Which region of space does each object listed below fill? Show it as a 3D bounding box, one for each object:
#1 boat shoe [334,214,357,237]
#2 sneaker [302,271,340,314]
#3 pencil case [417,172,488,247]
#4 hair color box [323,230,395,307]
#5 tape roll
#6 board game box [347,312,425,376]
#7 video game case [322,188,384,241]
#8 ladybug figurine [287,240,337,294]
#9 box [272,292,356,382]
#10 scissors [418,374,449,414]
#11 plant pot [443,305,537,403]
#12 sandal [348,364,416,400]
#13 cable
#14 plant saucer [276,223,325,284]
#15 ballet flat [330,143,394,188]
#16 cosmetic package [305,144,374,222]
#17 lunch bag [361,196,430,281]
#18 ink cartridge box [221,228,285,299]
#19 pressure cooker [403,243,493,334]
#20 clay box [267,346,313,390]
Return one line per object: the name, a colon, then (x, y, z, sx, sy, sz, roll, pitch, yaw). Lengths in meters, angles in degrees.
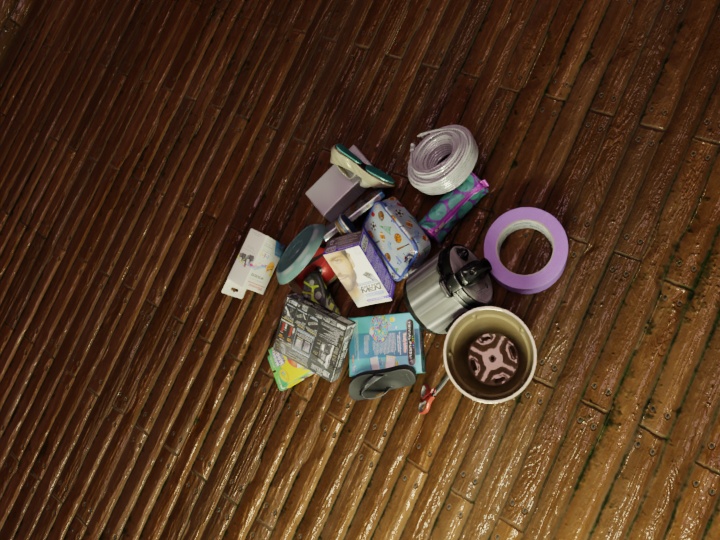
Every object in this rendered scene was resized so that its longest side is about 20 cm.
boat shoe: (-0.028, -0.062, 1.377, 0.071, 0.201, 0.073, -25, 42, 10)
sneaker: (-0.099, 0.101, 1.416, 0.074, 0.076, 0.204, -21, 83, 25)
pencil case: (0.240, -0.162, 1.355, 0.085, 0.092, 0.200, 42, 93, -15)
hair color box: (0.000, 0.000, 1.343, 0.107, 0.202, 0.066, -13, 38, 27)
tape roll: (0.405, -0.048, 1.282, 0.195, 0.066, 0.205, -5, 76, 19)
board game box: (0.066, 0.194, 1.362, 0.195, 0.047, 0.155, -7, 76, 19)
video game case: (-0.018, -0.159, 1.435, 0.198, 0.143, 0.018, -37, 102, 10)
ladybug figurine: (-0.133, -0.014, 1.473, 0.198, 0.072, 0.138, -33, 68, 11)
box: (-0.123, 0.172, 1.362, 0.197, 0.050, 0.161, 23, 105, 23)
scissors: (0.175, 0.295, 1.233, 0.014, 0.200, 0.075, 15, 67, -8)
plant pot: (0.298, 0.197, 1.196, 0.195, 0.183, 0.206, -4, 77, 16)
sandal: (0.047, 0.286, 1.315, 0.197, 0.043, 0.077, -26, 114, 28)
cable: (0.212, -0.288, 1.367, 0.197, 0.069, 0.204, -8, 55, 41)
plant saucer: (-0.170, -0.052, 1.426, 0.200, 0.027, 0.202, -43, 23, 22)
ballet flat: (0.000, -0.267, 1.417, 0.198, 0.069, 0.070, 34, 90, 1)
cosmetic package: (-0.051, -0.247, 1.499, 0.199, 0.074, 0.102, -43, 68, 8)
lunch bag: (0.089, -0.076, 1.367, 0.202, 0.075, 0.161, 56, 141, 19)
ink cartridge box: (-0.309, -0.006, 1.515, 0.067, 0.115, 0.204, 24, 87, 24)
pressure cooker: (0.219, 0.038, 1.240, 0.199, 0.177, 0.178, -39, 31, 36)
clay box: (-0.169, 0.238, 1.441, 0.198, 0.048, 0.117, -31, 68, 10)
